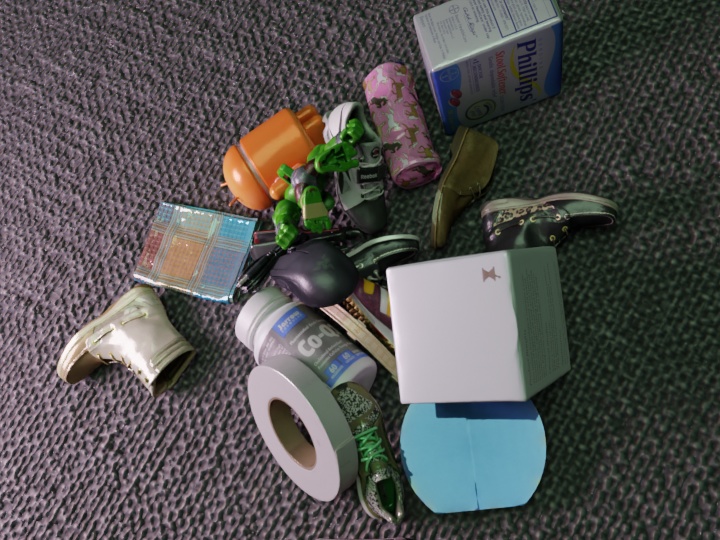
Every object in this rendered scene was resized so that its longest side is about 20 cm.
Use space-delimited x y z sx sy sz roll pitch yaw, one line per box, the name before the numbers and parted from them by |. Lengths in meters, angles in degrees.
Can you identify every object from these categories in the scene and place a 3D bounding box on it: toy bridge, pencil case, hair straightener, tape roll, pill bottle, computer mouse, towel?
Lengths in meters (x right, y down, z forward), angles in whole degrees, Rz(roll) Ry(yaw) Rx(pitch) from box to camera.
toy bridge | -0.005 0.088 1.083 0.199 0.067 0.027 42 82 7
pencil case | 0.066 -0.228 1.201 0.085 0.082 0.205 -25 65 24
hair straightener | -0.078 -0.032 1.182 0.194 0.042 0.078 -1 38 8
tape roll | -0.079 0.210 1.021 0.037 0.205 0.203 -28 60 -34
pill bottle | -0.081 0.118 1.095 0.198 0.114 0.114 37 82 23
computer mouse | -0.083 -0.007 1.059 0.138 0.054 0.198 -42 37 -24
towel | -0.268 -0.032 1.250 0.195 0.022 0.150 12 73 19

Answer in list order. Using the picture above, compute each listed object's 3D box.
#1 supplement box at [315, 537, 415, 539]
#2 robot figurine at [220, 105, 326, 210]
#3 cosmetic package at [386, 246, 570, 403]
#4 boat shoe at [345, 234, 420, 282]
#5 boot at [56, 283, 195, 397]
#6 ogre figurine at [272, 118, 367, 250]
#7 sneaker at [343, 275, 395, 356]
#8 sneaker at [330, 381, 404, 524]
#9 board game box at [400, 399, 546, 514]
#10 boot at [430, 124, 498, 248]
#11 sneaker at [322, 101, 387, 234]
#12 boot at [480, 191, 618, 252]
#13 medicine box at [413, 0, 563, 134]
supplement box | 0.020 0.373 0.926 0.107 0.200 0.088 -5 69 12
robot figurine | -0.137 -0.177 1.219 0.198 0.117 0.145 -35 80 -1
cosmetic package | 0.154 0.065 0.963 0.163 0.198 0.173 -7 89 30
boat shoe | 0.000 0.000 1.139 0.195 0.074 0.062 -16 67 12
boot | -0.365 0.141 1.187 0.199 0.072 0.155 -42 68 -4
ogre figurine | -0.069 -0.124 1.100 0.096 0.119 0.206 15 89 -22
sneaker | 0.045 0.052 1.093 0.090 0.075 0.200 -44 92 -11
sneaker | 0.019 0.241 0.995 0.075 0.088 0.204 -25 100 -14
board game box | 0.153 0.239 1.032 0.194 0.039 0.163 -10 74 13
boot | 0.155 -0.122 1.149 0.074 0.074 0.204 18 73 9
sneaker | 0.002 -0.156 1.154 0.073 0.088 0.205 -22 94 -31
boot | 0.263 -0.028 1.080 0.194 0.073 0.155 0 69 19
medicine box | 0.195 -0.322 1.146 0.195 0.183 0.105 -19 67 7
